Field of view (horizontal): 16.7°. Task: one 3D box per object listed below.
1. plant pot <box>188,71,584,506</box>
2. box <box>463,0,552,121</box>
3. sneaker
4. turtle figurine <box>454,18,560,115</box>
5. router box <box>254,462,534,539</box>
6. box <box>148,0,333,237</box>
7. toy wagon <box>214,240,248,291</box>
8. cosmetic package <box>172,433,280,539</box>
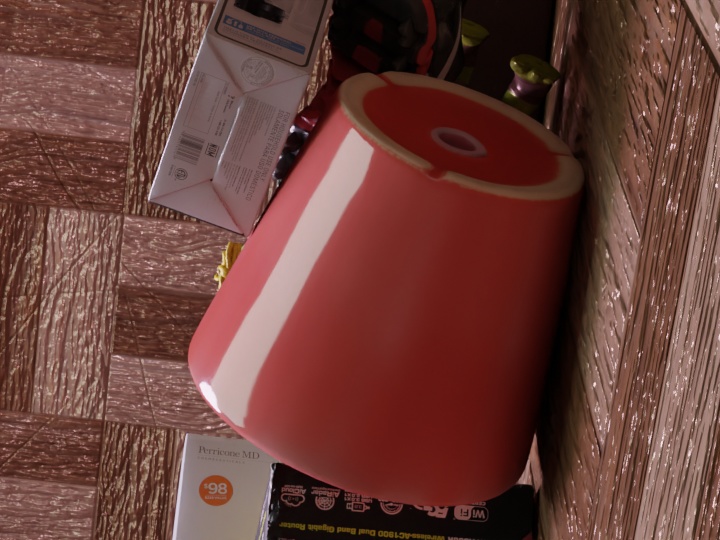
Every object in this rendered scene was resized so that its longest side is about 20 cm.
[{"bbox_3d":[0.026,0.002,1.331,0.201,0.200,0.178,-90,19,-64],"label":"plant pot"},{"bbox_3d":[0.070,-0.179,1.551,0.075,0.100,0.201,177,99,-87],"label":"box"},{"bbox_3d":[0.011,-0.101,1.426,0.098,0.071,0.201,-37,-24,-46],"label":"sneaker"},{"bbox_3d":[0.061,-0.058,1.471,0.064,0.200,0.162,3,-63,-53],"label":"turtle figurine"},{"bbox_3d":[0.012,0.174,1.429,0.200,0.149,0.062,104,171,-68],"label":"router box"},{"bbox_3d":[-0.057,-0.125,1.371,0.200,0.060,0.117,-78,9,-56],"label":"box"},{"bbox_3d":[0.000,0.000,1.569,0.040,0.199,0.156,-147,62,-67],"label":"toy wagon"},{"bbox_3d":[-0.034,0.201,1.728,0.052,0.199,0.151,103,172,-56],"label":"cosmetic package"}]
